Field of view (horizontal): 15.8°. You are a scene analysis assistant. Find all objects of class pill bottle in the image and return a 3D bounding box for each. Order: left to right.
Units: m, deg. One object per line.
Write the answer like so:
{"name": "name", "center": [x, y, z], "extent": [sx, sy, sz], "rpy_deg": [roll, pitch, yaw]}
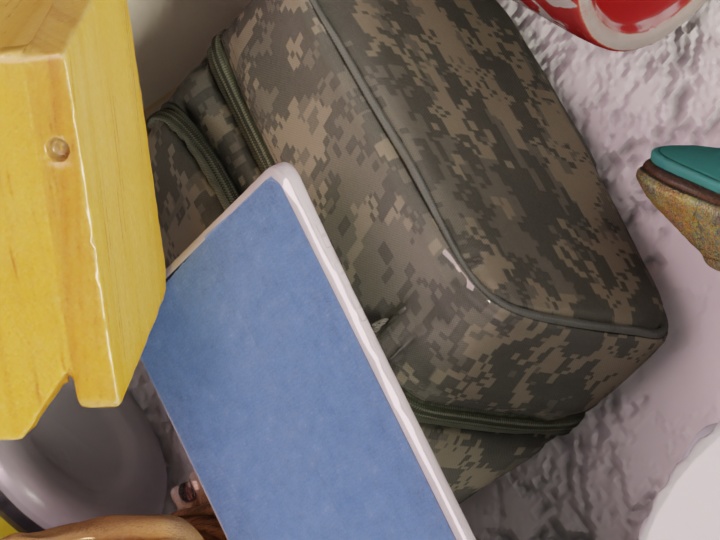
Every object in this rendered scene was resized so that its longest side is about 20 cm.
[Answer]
{"name": "pill bottle", "center": [-0.187, 0.125, 1.165], "extent": [0.200, 0.112, 0.112], "rpy_deg": [-42, 60, 27]}

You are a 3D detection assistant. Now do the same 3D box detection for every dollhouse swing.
{"name": "dollhouse swing", "center": [-0.167, -0.047, 1.004], "extent": [0.199, 0.176, 0.182], "rpy_deg": [-4, 105, 16]}

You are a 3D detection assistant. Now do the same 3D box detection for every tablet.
{"name": "tablet", "center": [-0.014, 0.075, 0.933], "extent": [0.130, 0.014, 0.201], "rpy_deg": [-41, 71, 48]}

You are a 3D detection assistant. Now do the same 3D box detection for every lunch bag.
{"name": "lunch bag", "center": [0.000, 0.000, 1.014], "extent": [0.168, 0.139, 0.200], "rpy_deg": [-45, 60, 31]}

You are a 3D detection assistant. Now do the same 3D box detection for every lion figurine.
{"name": "lion figurine", "center": [-0.084, 0.121, 1.015], "extent": [0.122, 0.200, 0.073], "rpy_deg": [-13, 90, 1]}

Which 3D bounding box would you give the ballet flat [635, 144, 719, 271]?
{"name": "ballet flat", "center": [0.180, -0.003, 0.915], "extent": [0.199, 0.071, 0.071], "rpy_deg": [10, 90, 40]}

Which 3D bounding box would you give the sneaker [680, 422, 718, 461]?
{"name": "sneaker", "center": [0.142, 0.156, 0.925], "extent": [0.071, 0.073, 0.201], "rpy_deg": [5, 97, 31]}

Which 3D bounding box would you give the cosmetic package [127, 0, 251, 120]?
{"name": "cosmetic package", "center": [-0.133, -0.101, 1.106], "extent": [0.200, 0.071, 0.105], "rpy_deg": [-34, 45, -9]}

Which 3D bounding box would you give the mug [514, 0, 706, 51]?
{"name": "mug", "center": [0.034, -0.173, 0.990], "extent": [0.200, 0.177, 0.134], "rpy_deg": [36, 121, 32]}

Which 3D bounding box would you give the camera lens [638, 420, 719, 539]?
{"name": "camera lens", "center": [0.186, 0.118, 0.792], "extent": [0.159, 0.200, 0.161], "rpy_deg": [-9, 73, 30]}

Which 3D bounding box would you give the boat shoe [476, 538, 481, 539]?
{"name": "boat shoe", "center": [0.031, 0.138, 1.008], "extent": [0.199, 0.072, 0.072], "rpy_deg": [-6, 80, 39]}
